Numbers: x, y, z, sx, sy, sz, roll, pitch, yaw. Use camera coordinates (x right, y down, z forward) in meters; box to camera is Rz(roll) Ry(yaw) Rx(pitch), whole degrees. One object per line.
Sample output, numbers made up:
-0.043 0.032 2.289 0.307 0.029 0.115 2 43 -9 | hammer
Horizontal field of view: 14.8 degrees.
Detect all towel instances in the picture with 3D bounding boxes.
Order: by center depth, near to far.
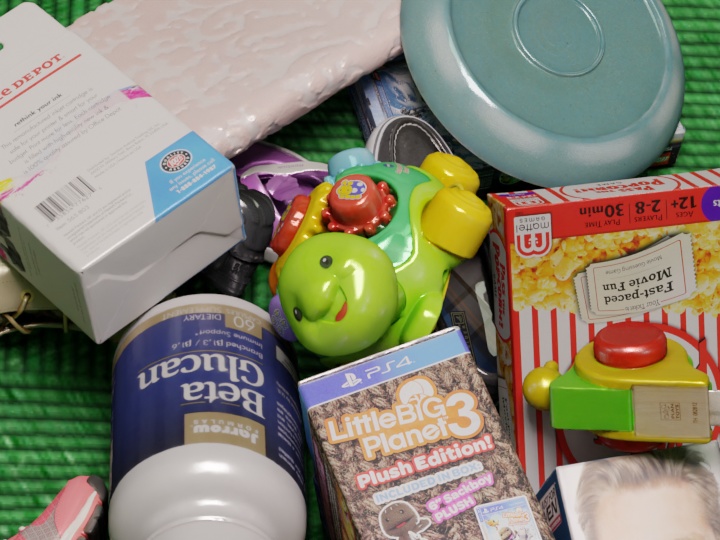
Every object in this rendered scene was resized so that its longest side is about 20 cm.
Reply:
-0.082 -0.145 1.769 0.200 0.032 0.191 -34 42 -28 | towel

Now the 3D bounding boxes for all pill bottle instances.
-0.086 0.116 1.548 0.110 0.112 0.201 2 39 -6 | pill bottle

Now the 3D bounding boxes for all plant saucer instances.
0.122 -0.146 1.756 0.199 0.027 0.201 10 60 -19 | plant saucer

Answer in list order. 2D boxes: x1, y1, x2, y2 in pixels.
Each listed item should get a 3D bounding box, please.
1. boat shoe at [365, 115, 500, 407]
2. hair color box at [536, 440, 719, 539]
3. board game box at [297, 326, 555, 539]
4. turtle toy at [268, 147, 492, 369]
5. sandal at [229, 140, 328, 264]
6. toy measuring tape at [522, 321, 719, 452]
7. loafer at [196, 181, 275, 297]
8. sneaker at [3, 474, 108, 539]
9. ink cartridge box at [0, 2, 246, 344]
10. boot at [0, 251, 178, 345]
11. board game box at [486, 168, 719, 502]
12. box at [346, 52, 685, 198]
0.052 -0.011 1.679 0.069 0.066 0.201 -2 67 -22 | boat shoe
0.170 0.204 1.547 0.099 0.061 0.201 -9 71 -11 | hair color box
0.048 0.165 1.517 0.096 0.160 0.201 -19 57 -7 | board game box
0.000 0.000 1.577 0.101 0.146 0.200 27 13 -10 | turtle toy
-0.029 -0.036 1.727 0.202 0.050 0.083 28 56 10 | sandal
0.190 0.065 1.546 0.199 0.074 0.074 1 53 15 | toy measuring tape
-0.144 -0.044 1.708 0.200 0.071 0.068 25 11 25 | loafer
-0.208 0.184 1.537 0.086 0.074 0.201 23 56 11 | sneaker
-0.174 -0.062 1.626 0.115 0.068 0.200 -35 54 -22 | ink cartridge box
-0.214 0.029 1.644 0.199 0.073 0.155 33 57 19 | boot
0.155 0.048 1.614 0.150 0.201 0.046 -7 14 -11 | board game box
0.095 -0.116 1.805 0.199 0.040 0.138 -10 58 -13 | box
